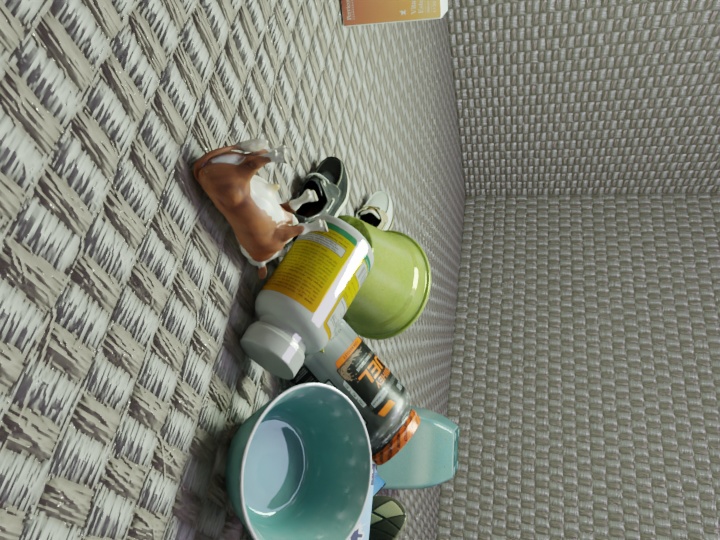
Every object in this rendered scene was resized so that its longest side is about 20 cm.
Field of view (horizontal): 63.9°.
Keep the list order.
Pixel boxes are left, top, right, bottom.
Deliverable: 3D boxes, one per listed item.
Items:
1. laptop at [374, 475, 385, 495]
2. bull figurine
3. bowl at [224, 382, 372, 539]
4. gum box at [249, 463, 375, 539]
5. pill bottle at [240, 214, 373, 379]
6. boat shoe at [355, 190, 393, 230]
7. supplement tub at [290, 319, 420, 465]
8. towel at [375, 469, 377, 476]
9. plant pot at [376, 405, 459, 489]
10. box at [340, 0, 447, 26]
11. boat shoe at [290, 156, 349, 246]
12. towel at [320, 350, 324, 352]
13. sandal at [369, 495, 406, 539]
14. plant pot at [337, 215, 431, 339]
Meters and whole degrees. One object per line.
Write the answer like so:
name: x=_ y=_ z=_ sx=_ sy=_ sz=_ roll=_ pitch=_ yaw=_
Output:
laptop: x=-0.025 y=0.279 z=1.003 sx=0.187 sy=0.112 sz=0.207 roll=24 pitch=69 yaw=-74
bull figurine: x=-0.112 y=-0.070 z=0.679 sx=0.201 sy=0.118 sz=0.066 roll=58 pitch=12 yaw=-54
bowl: x=-0.088 y=0.245 z=0.715 sx=0.197 sy=0.103 sz=0.208 roll=11 pitch=73 yaw=-41
gum box: x=-0.067 y=0.362 z=0.795 sx=0.044 sy=0.166 sz=0.206 roll=-27 pitch=-129 yaw=57
pill bottle: x=-0.072 y=0.036 z=0.769 sx=0.203 sy=0.110 sz=0.114 roll=-59 pitch=151 yaw=-27
boat shoe: x=0.027 y=-0.105 z=1.231 sx=0.069 sy=0.072 sz=0.204 roll=81 pitch=19 yaw=-49
supplement tub: x=-0.009 y=0.183 z=0.873 sx=0.200 sy=0.122 sz=0.122 roll=47 pitch=21 yaw=1
towel: x=-0.028 y=0.252 z=0.965 sx=0.205 sy=0.023 sz=0.145 roll=68 pitch=11 yaw=21
plant pot: x=0.160 y=0.467 z=1.531 sx=0.196 sy=0.193 sz=0.203 roll=27 pitch=64 yaw=-73
box: x=0.063 y=-0.559 z=1.095 sx=0.107 sy=0.193 sz=0.156 roll=-64 pitch=151 yaw=-57
boat shoe: x=-0.062 y=-0.122 z=0.912 sx=0.069 sy=0.069 sz=0.203 roll=80 pitch=20 yaw=-44
towel: x=-0.073 y=0.025 z=0.863 sx=0.018 sy=0.083 sz=0.205 roll=61 pitch=34 yaw=-54
sandal: x=-0.009 y=0.424 z=0.871 sx=0.201 sy=0.080 sz=0.057 roll=-47 pitch=146 yaw=-3
plant pot: x=0.000 y=0.000 z=0.987 sx=0.183 sy=0.195 sz=0.207 roll=30 pitch=61 yaw=-58
